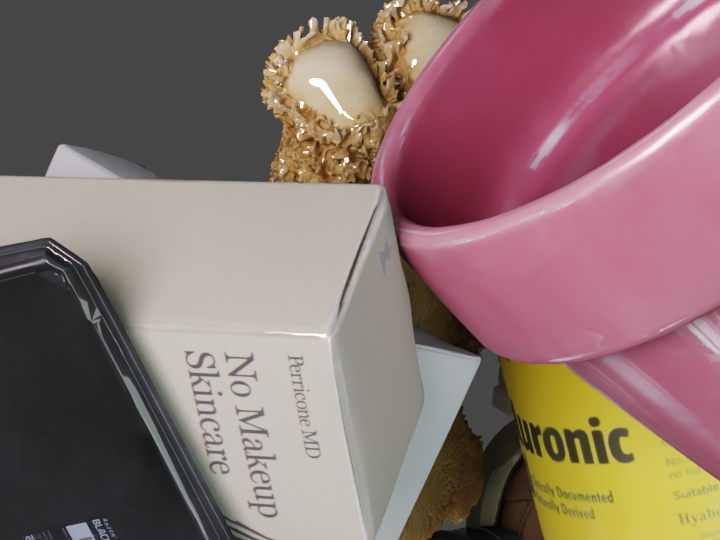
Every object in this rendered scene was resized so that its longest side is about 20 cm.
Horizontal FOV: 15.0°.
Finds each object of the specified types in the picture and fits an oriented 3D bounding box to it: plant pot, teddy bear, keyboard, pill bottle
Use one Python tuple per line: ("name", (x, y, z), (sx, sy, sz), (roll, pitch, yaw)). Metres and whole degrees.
("plant pot", (0.132, -0.018, 0.802), (0.200, 0.200, 0.179), (-47, 109, -14))
("teddy bear", (0.000, 0.000, 0.965), (0.145, 0.067, 0.201), (-42, 133, -37))
("keyboard", (-0.091, 0.083, 0.758), (0.021, 0.127, 0.201), (-72, 144, -55))
("pill bottle", (0.102, 0.020, 0.948), (0.111, 0.111, 0.201), (-25, 108, -35))

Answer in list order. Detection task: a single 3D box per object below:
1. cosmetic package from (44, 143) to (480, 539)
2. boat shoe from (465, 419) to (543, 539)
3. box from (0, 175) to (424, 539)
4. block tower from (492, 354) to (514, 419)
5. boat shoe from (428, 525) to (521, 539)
("cosmetic package", (-0.070, 0.082, 0.859), (0.052, 0.150, 0.201), (13, 103, -60))
("boat shoe", (0.080, 0.158, 1.131), (0.072, 0.068, 0.201), (-29, 132, -33))
("box", (-0.088, 0.023, 0.770), (0.069, 0.199, 0.082), (-68, 153, -49))
("block tower", (0.091, -0.030, 1.039), (0.058, 0.054, 0.201), (-22, 128, -35))
("boat shoe", (0.022, 0.195, 1.089), (0.063, 0.074, 0.202), (-6, 118, -45))
